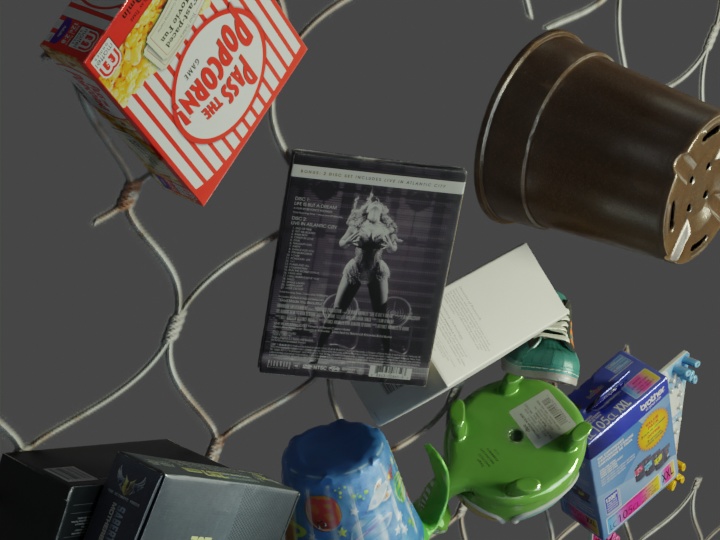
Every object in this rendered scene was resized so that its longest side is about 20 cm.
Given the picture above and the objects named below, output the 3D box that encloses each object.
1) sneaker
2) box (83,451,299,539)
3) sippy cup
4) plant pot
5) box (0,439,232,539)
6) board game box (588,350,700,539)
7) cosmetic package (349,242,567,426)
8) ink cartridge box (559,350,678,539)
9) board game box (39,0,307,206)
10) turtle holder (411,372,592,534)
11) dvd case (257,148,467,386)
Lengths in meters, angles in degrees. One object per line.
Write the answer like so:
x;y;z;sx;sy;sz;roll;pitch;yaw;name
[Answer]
0.176;0.060;1.930;0.200;0.071;0.080;-124;-136;-78;sneaker
-0.140;0.226;1.493;0.200;0.051;0.158;21;91;-60;box
-0.014;0.211;1.758;0.178;0.139;0.131;-45;133;-47;sippy cup
0.245;-0.108;1.865;0.200;0.198;0.201;-34;135;-41;plant pot
-0.203;0.212;1.509;0.200;0.079;0.141;3;104;-58;box
0.352;0.226;2.411;0.200;0.026;0.200;-33;136;-42;board game box
0.086;0.058;1.800;0.108;0.085;0.200;-34;176;42;cosmetic package
0.285;0.188;2.214;0.136;0.076;0.200;-38;135;-23;ink cartridge box
-0.129;-0.162;1.407;0.152;0.046;0.200;-58;148;-14;board game box
0.146;0.203;1.978;0.186;0.141;0.132;-60;166;-28;turtle holder
0.000;0.000;1.647;0.148;0.016;0.200;6;112;-12;dvd case
